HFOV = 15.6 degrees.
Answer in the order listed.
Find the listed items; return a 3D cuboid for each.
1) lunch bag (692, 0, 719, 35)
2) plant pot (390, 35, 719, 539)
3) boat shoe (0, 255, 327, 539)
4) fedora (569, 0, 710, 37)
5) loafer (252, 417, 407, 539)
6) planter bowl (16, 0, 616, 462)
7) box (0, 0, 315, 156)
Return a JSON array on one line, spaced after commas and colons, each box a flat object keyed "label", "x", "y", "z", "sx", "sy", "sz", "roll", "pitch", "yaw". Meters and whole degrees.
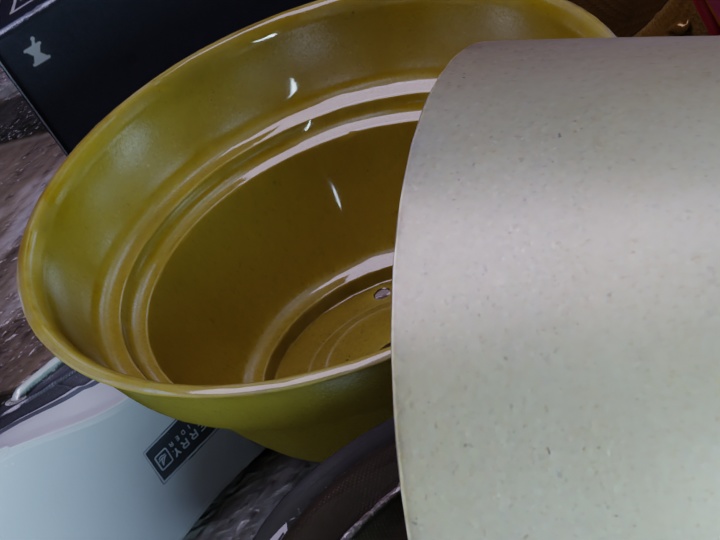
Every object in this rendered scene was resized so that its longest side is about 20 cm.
[{"label": "lunch bag", "x": 0.140, "y": -0.122, "z": 0.770, "sx": 0.082, "sy": 0.200, "sz": 0.176, "roll": -41, "pitch": 21, "yaw": -20}, {"label": "plant pot", "x": 0.132, "y": 0.031, "z": 0.544, "sx": 0.199, "sy": 0.188, "sz": 0.188, "roll": -7, "pitch": 32, "yaw": 21}, {"label": "boat shoe", "x": -0.092, "y": 0.060, "z": 0.878, "sx": 0.200, "sy": 0.072, "sz": 0.068, "roll": -44, "pitch": 27, "yaw": -28}, {"label": "fedora", "x": 0.082, "y": -0.137, "z": 0.960, "sx": 0.200, "sy": 0.201, "sz": 0.082, "roll": -15, "pitch": -2, "yaw": 36}, {"label": "loafer", "x": 0.040, "y": 0.064, "z": 0.693, "sx": 0.200, "sy": 0.073, "sz": 0.071, "roll": -46, "pitch": 24, "yaw": -27}, {"label": "planter bowl", "x": 0.000, "y": 0.000, "z": 0.823, "sx": 0.200, "sy": 0.084, "sz": 0.201, "roll": -15, "pitch": 35, "yaw": 11}, {"label": "box", "x": -0.040, "y": -0.134, "z": 1.127, "sx": 0.200, "sy": 0.123, "sz": 0.199, "roll": -30, "pitch": 22, "yaw": 12}]
